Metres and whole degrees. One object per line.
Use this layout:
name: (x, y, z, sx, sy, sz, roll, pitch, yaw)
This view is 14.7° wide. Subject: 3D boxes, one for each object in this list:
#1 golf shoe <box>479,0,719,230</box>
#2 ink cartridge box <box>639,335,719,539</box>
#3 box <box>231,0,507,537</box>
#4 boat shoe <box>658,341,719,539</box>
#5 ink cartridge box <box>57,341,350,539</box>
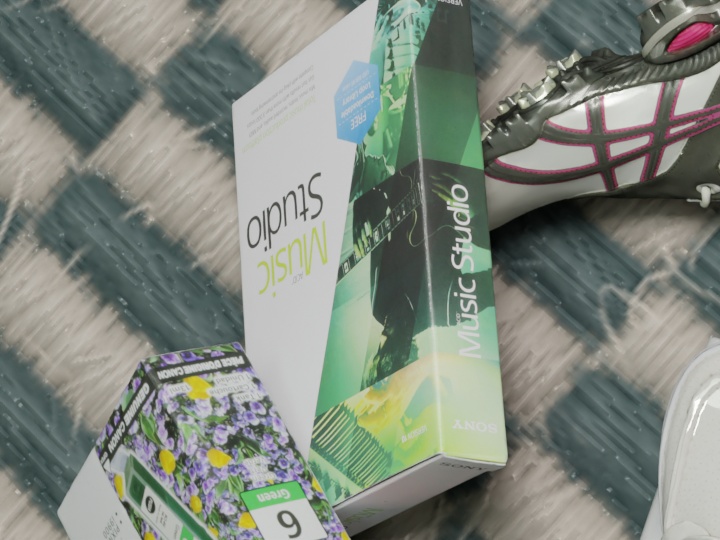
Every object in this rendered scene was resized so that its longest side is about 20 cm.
golf shoe: (0.109, -0.053, 1.108, 0.200, 0.077, 0.088, -32, 97, 30)
ink cartridge box: (0.171, 0.139, 1.014, 0.145, 0.087, 0.200, 15, 81, 26)
box: (0.000, 0.000, 1.118, 0.144, 0.036, 0.200, -33, 57, 53)
boat shoe: (0.132, 0.115, 0.949, 0.071, 0.070, 0.200, -6, 71, 20)
ink cartridge box: (-0.043, 0.140, 1.095, 0.200, 0.050, 0.109, 59, 139, 27)
